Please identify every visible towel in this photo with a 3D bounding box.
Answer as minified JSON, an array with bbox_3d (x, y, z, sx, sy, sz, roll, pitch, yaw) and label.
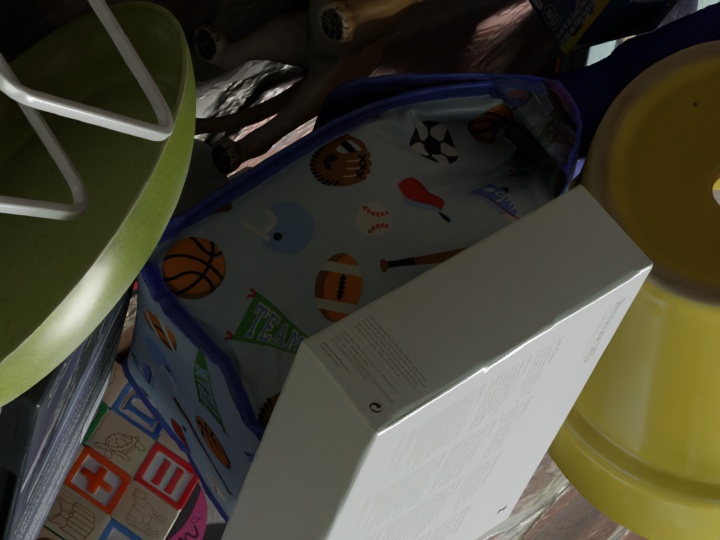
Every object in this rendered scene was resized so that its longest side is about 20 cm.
[{"bbox_3d":[0.119,-0.083,1.254,0.199,0.050,0.147,-21,169,25],"label":"towel"}]

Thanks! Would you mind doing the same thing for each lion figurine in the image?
[{"bbox_3d":[0.001,-0.117,1.130,0.122,0.073,0.200,-28,177,-41],"label":"lion figurine"}]

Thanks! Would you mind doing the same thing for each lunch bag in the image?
[{"bbox_3d":[0.000,0.000,1.134,0.199,0.124,0.170,-33,169,-15],"label":"lunch bag"}]

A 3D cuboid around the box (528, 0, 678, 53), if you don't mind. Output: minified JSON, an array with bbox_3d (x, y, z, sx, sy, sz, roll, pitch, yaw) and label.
[{"bbox_3d":[0.142,-0.188,1.161,0.064,0.070,0.200,-17,156,-38],"label":"box"}]

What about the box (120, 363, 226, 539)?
[{"bbox_3d":[-0.087,0.112,1.442,0.199,0.133,0.115,-32,164,-5],"label":"box"}]

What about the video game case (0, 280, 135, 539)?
[{"bbox_3d":[-0.123,0.048,1.063,0.200,0.019,0.143,110,2,-54],"label":"video game case"}]

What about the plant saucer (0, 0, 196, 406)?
[{"bbox_3d":[-0.129,-0.014,0.977,0.200,0.200,0.031,-39,121,16],"label":"plant saucer"}]

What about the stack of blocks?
[{"bbox_3d":[-0.160,0.126,1.239,0.059,0.115,0.200,-50,-172,41],"label":"stack of blocks"}]

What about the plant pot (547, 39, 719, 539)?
[{"bbox_3d":[0.165,0.002,1.143,0.200,0.201,0.189,-31,154,-8],"label":"plant pot"}]

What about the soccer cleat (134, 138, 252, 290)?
[{"bbox_3d":[-0.104,-0.025,1.178,0.086,0.069,0.200,-58,152,9],"label":"soccer cleat"}]

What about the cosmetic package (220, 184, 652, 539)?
[{"bbox_3d":[0.022,0.069,1.054,0.150,0.052,0.200,-27,156,-32],"label":"cosmetic package"}]

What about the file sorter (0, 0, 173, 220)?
[{"bbox_3d":[-0.183,-0.042,0.888,0.200,0.125,0.139,-39,162,16],"label":"file sorter"}]

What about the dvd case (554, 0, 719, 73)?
[{"bbox_3d":[0.140,-0.057,1.406,0.146,0.022,0.201,-9,117,-52],"label":"dvd case"}]
